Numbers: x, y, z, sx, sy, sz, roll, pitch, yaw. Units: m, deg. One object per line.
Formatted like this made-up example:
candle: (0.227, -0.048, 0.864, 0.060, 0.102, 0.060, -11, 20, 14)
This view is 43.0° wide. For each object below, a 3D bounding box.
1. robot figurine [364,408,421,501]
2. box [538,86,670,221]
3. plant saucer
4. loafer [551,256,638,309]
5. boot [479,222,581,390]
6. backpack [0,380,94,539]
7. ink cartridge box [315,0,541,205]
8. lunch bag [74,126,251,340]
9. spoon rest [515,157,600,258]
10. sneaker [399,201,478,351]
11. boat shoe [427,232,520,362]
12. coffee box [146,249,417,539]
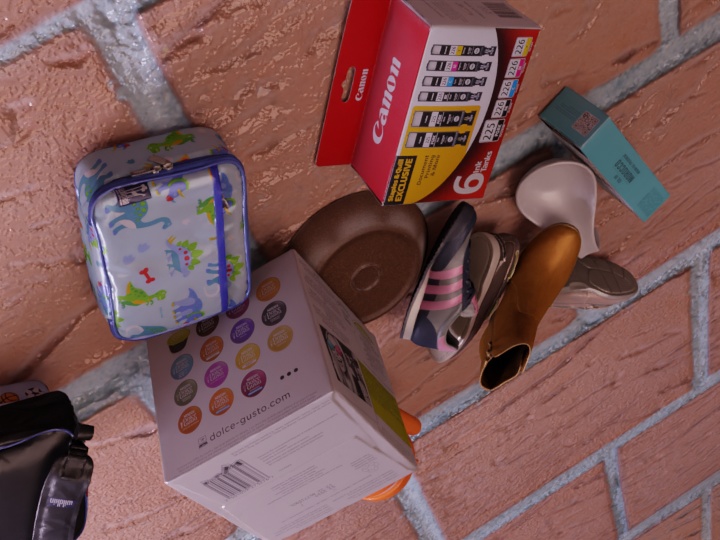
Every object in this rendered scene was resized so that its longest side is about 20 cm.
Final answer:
robot figurine: (-0.003, 0.239, 1.219, 0.200, 0.116, 0.144, 42, 70, -46)
box: (0.300, -0.138, 1.113, 0.049, 0.082, 0.200, -47, 137, 9)
plant saucer: (0.000, 0.000, 1.071, 0.200, 0.037, 0.201, -17, 133, -19)
loafer: (0.291, 0.022, 1.267, 0.199, 0.072, 0.063, 3, 141, -28)
boot: (0.211, 0.049, 1.128, 0.071, 0.144, 0.201, 27, 120, -5)
backpack: (-0.371, 0.219, 0.935, 0.199, 0.154, 0.191, -9, 123, -19)
ink cartridge box: (0.063, -0.171, 0.928, 0.175, 0.084, 0.200, -7, 130, -28)
lunch bag: (-0.185, -0.034, 0.889, 0.160, 0.082, 0.200, -17, 135, -24)
spoon rest: (0.263, -0.073, 1.152, 0.099, 0.061, 0.200, -26, 142, 18)
sneaker: (0.115, 0.011, 1.108, 0.082, 0.070, 0.200, 22, 122, 2)
boat shoe: (0.144, 0.037, 1.172, 0.059, 0.072, 0.200, -6, 129, -37)
coffee box: (-0.086, 0.140, 0.992, 0.199, 0.198, 0.200, -29, 138, 11)
